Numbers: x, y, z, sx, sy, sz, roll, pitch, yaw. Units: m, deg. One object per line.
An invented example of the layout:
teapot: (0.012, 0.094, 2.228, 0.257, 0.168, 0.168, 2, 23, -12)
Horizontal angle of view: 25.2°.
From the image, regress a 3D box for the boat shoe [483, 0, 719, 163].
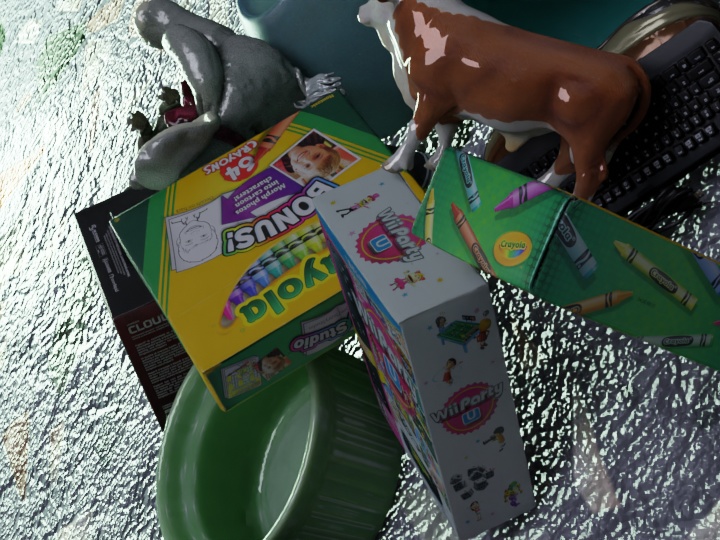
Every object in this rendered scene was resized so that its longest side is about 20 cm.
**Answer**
boat shoe: (0.162, -0.100, 1.066, 0.200, 0.075, 0.074, -39, 58, 39)

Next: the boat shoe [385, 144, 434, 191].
boat shoe: (-0.014, -0.021, 1.271, 0.200, 0.056, 0.069, -52, 39, 22)

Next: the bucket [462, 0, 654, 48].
bucket: (0.121, -0.232, 1.080, 0.207, 0.207, 0.135, -27, 49, 44)

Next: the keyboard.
keyboard: (0.168, -0.064, 1.019, 0.200, 0.040, 0.104, -36, 90, 38)

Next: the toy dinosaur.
toy dinosaur: (-0.173, -0.132, 1.521, 0.102, 0.077, 0.201, 113, -179, -70)

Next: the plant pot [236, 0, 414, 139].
plant pot: (-0.022, -0.221, 1.319, 0.200, 0.134, 0.201, -29, 50, 42)

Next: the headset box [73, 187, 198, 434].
headset box: (-0.162, 0.038, 1.319, 0.077, 0.200, 0.149, -24, 42, -7)

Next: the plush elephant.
plush elephant: (-0.116, -0.101, 1.272, 0.200, 0.165, 0.155, 18, 63, 47)

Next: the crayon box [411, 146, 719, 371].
crayon box: (0.142, -0.001, 0.928, 0.119, 0.200, 0.058, 29, 96, 54)

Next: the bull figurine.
bull figurine: (0.078, -0.111, 1.011, 0.199, 0.065, 0.122, 19, 109, 17)

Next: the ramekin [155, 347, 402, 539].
ramekin: (-0.059, 0.141, 1.212, 0.200, 0.097, 0.201, -28, 52, 43)

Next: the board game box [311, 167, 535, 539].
board game box: (0.043, 0.053, 1.043, 0.064, 0.200, 0.148, -23, 39, -9)

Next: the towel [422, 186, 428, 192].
towel: (0.000, 0.000, 1.180, 0.200, 0.018, 0.086, -27, 44, -8)

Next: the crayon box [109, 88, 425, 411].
crayon box: (-0.055, -0.019, 1.154, 0.200, 0.058, 0.173, -31, 49, -8)
